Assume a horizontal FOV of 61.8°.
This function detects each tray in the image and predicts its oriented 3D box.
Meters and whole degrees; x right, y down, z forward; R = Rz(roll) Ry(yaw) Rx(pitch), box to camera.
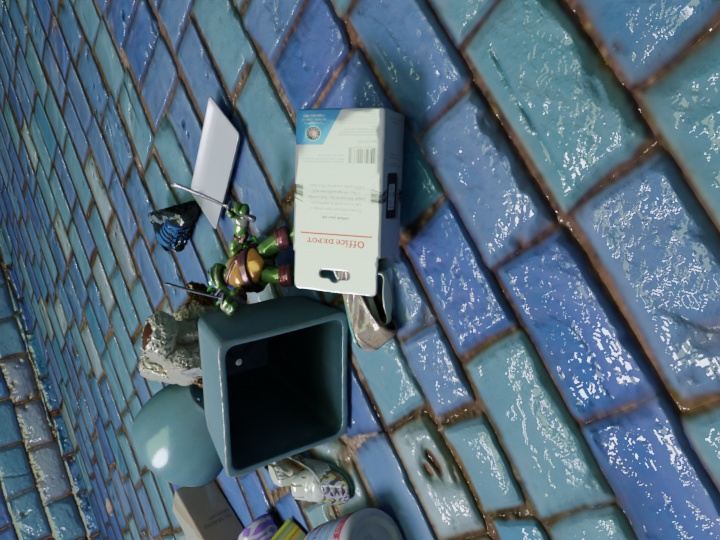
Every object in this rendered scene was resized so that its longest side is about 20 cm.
[{"bbox_3d":[-0.247,-0.182,1.038,0.108,0.022,0.202,50,134,27],"label":"tray"}]

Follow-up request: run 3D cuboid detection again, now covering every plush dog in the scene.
[{"bbox_3d":[-0.306,0.116,1.106,0.201,0.157,0.175,125,165,-56],"label":"plush dog"}]

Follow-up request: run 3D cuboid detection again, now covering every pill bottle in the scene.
[{"bbox_3d":[-0.027,0.428,0.893,0.200,0.107,0.111,-42,69,47],"label":"pill bottle"}]

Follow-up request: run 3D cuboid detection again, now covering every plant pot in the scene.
[{"bbox_3d":[-0.314,0.283,1.150,0.136,0.198,0.201,-51,61,22],"label":"plant pot"},{"bbox_3d":[-0.150,0.140,0.898,0.199,0.192,0.201,27,122,52],"label":"plant pot"}]

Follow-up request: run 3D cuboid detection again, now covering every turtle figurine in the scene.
[{"bbox_3d":[-0.157,-0.020,0.834,0.189,0.146,0.202,-11,132,16],"label":"turtle figurine"}]

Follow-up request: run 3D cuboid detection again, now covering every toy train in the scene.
[{"bbox_3d":[-0.205,-0.001,1.015,0.042,0.056,0.200,53,138,4],"label":"toy train"}]

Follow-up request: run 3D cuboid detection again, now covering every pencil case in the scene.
[{"bbox_3d":[-0.150,0.550,1.104,0.201,0.083,0.086,49,169,31],"label":"pencil case"}]

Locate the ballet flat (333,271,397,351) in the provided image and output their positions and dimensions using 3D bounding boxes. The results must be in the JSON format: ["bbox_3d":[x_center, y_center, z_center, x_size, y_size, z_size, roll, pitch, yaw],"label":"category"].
[{"bbox_3d":[0.000,0.000,0.776,0.066,0.068,0.205,-21,90,31],"label":"ballet flat"}]

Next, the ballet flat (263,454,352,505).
[{"bbox_3d":[-0.097,0.341,0.982,0.198,0.071,0.074,8,107,49],"label":"ballet flat"}]

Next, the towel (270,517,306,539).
[{"bbox_3d":[-0.091,0.517,1.023,0.198,0.086,0.018,26,153,43],"label":"towel"}]

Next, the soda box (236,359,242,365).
[{"bbox_3d":[-0.209,0.229,1.086,0.067,0.063,0.206,17,113,47],"label":"soda box"}]

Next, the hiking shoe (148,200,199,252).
[{"bbox_3d":[-0.349,-0.082,1.163,0.198,0.073,0.089,4,112,59],"label":"hiking shoe"}]

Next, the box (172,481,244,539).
[{"bbox_3d":[-0.321,0.556,1.299,0.199,0.094,0.079,42,130,32],"label":"box"}]

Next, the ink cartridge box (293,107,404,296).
[{"bbox_3d":[-0.015,-0.080,0.702,0.113,0.066,0.206,6,98,23],"label":"ink cartridge box"}]
